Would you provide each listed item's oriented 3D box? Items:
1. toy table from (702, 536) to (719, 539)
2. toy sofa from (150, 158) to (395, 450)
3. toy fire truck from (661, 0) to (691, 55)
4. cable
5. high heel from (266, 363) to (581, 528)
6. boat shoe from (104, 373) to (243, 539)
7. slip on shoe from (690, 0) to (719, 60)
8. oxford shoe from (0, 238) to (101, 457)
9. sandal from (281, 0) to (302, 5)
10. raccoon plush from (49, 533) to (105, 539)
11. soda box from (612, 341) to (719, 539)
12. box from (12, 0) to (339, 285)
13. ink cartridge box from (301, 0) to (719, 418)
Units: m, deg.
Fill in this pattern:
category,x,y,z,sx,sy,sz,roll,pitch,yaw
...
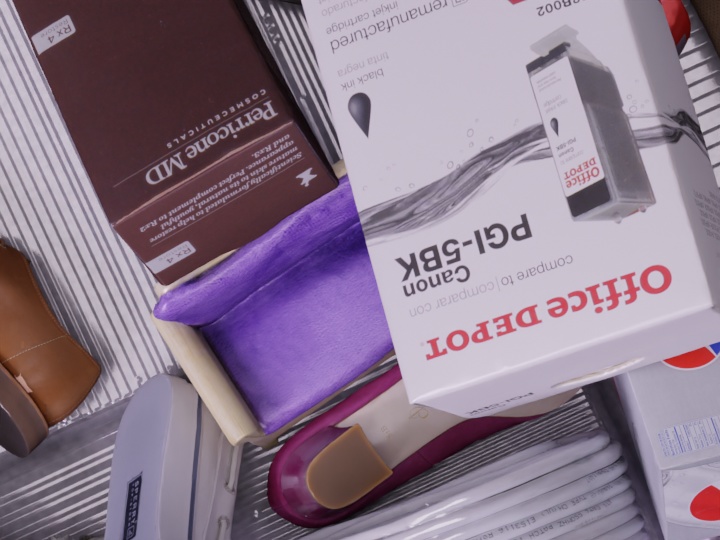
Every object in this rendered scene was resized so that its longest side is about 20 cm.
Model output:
category,x,y,z,sx,sy,sz,roll,pitch,yaw
toy table,0.224,0.167,1.010,0.117,0.184,0.201,-11,109,18
toy sofa,0.000,0.000,1.038,0.200,0.098,0.083,-34,77,2
toy fire truck,0.096,-0.184,1.014,0.049,0.141,0.200,-34,90,-2
cable,0.038,0.138,0.994,0.199,0.200,0.069,-22,83,3
high heel,0.041,0.069,1.079,0.200,0.096,0.067,-37,93,-18
boat shoe,-0.088,0.147,1.024,0.065,0.073,0.201,26,56,-30
slip on shoe,0.204,-0.117,1.052,0.200,0.076,0.061,37,105,-5
oxford shoe,-0.213,0.000,1.078,0.071,0.071,0.200,-41,89,-25
sandal,0.020,-0.155,1.054,0.200,0.057,0.080,25,113,20
raccoon plush,-0.209,0.156,1.081,0.200,0.134,0.097,27,110,33
soda box,0.147,0.028,0.995,0.063,0.068,0.200,-14,50,1
box,-0.100,-0.104,1.015,0.100,0.075,0.200,-30,61,3
ink cartridge box,0.073,-0.051,0.928,0.146,0.083,0.201,-20,77,18
